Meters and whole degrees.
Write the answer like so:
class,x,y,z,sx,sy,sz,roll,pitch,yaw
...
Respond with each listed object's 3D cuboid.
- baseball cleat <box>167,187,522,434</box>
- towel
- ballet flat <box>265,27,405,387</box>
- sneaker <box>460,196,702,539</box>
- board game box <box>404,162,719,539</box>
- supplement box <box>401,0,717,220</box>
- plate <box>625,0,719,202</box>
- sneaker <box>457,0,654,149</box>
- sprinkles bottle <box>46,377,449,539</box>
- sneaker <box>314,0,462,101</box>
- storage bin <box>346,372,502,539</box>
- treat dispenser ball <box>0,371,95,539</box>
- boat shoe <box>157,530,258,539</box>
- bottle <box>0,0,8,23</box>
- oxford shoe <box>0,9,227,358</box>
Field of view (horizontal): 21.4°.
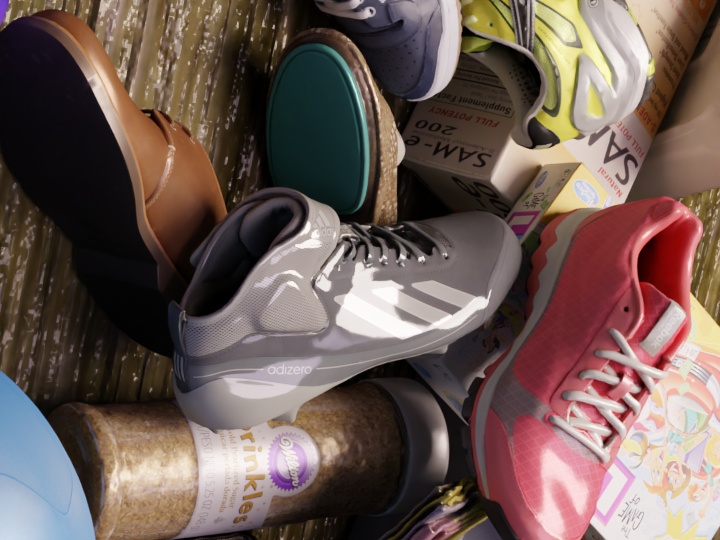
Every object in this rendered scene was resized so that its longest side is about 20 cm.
class,x,y,z,sx,sy,sz,roll,pitch,yaw
baseball cleat,0.000,0.000,0.870,0.199,0.070,0.107,-31,133,-33
towel,-0.015,0.159,0.921,0.200,0.023,0.144,-37,170,15
ballet flat,-0.007,-0.035,0.956,0.065,0.070,0.201,-39,139,-47
sneaker,0.110,0.042,0.895,0.074,0.087,0.201,37,54,-25
board game box,0.129,0.061,1.004,0.200,0.034,0.135,46,68,-23
supplement box,0.115,-0.114,1.062,0.126,0.073,0.201,39,73,-49
plate,0.211,-0.133,1.113,0.032,0.199,0.201,29,78,-11
sneaker,0.069,-0.153,0.944,0.076,0.075,0.201,-35,94,-21
sprinkles bottle,-0.053,0.090,0.907,0.199,0.068,0.069,-2,105,-37
sneaker,-0.021,-0.152,0.888,0.108,0.070,0.201,-41,127,-36
storage bin,0.083,0.139,1.075,0.134,0.145,0.201,29,80,-40
treat dispenser ball,-0.192,0.114,0.671,0.200,0.200,0.203,-21,118,-45
boat shoe,-0.121,0.163,0.875,0.202,0.074,0.075,-30,124,-41
bottle,-0.171,-0.119,0.722,0.083,0.065,0.202,9,96,-50
oxford shoe,-0.103,-0.049,0.833,0.072,0.071,0.201,-56,150,-27
